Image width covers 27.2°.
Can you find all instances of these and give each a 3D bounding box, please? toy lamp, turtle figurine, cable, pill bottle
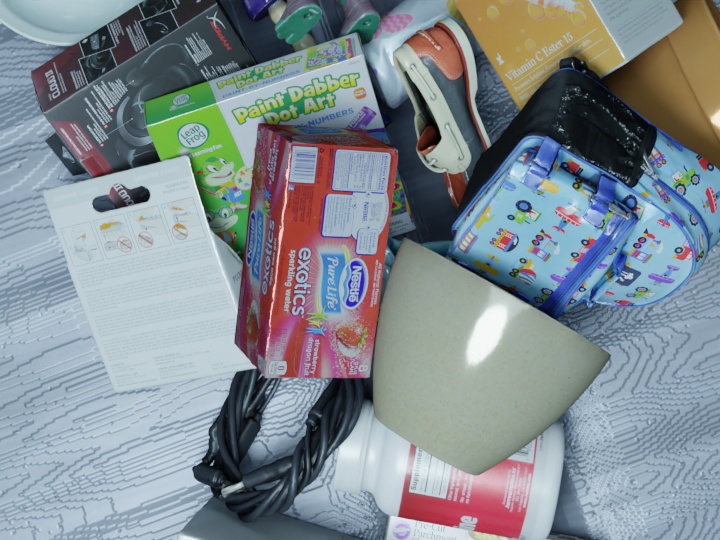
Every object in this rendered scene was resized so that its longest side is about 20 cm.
[{"bbox_3d":[-0.048,-0.205,1.376,0.058,0.058,0.201,-37,91,3],"label":"toy lamp"},{"bbox_3d":[-0.055,-0.290,1.313,0.148,0.101,0.202,-10,60,-19],"label":"turtle figurine"},{"bbox_3d":[-0.066,0.127,1.337,0.051,0.163,0.201,44,79,-31],"label":"cable"},{"bbox_3d":[0.079,0.174,1.345,0.197,0.112,0.114,10,91,3],"label":"pill bottle"}]

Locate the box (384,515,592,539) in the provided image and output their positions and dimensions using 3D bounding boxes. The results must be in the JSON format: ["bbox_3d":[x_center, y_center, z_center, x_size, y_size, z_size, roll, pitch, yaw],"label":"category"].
[{"bbox_3d":[0.121,0.255,1.380,0.197,0.039,0.042,11,92,2],"label":"box"}]

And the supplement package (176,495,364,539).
[{"bbox_3d":[-0.070,0.310,1.314,0.198,0.191,0.149,16,92,3],"label":"supplement package"}]

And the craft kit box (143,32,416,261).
[{"bbox_3d":[-0.067,-0.092,1.328,0.198,0.049,0.199,-18,127,3],"label":"craft kit box"}]

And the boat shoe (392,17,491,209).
[{"bbox_3d":[0.074,-0.126,1.320,0.062,0.071,0.201,-32,134,-18],"label":"boat shoe"}]

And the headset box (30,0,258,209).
[{"bbox_3d":[-0.186,-0.150,1.334,0.199,0.078,0.149,-31,132,3],"label":"headset box"}]

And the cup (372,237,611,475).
[{"bbox_3d":[0.087,0.083,1.242,0.199,0.200,0.144,30,91,2],"label":"cup"}]

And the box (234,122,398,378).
[{"bbox_3d":[-0.040,-0.017,1.256,0.098,0.095,0.203,1,104,-21],"label":"box"}]

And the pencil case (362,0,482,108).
[{"bbox_3d":[0.086,-0.227,1.353,0.198,0.091,0.084,-29,103,3],"label":"pencil case"}]

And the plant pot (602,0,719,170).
[{"bbox_3d":[0.285,-0.125,1.303,0.139,0.200,0.202,-29,89,19],"label":"plant pot"}]

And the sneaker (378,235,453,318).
[{"bbox_3d":[0.000,0.000,1.355,0.197,0.074,0.083,-5,126,-6],"label":"sneaker"}]

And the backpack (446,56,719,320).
[{"bbox_3d":[0.192,-0.042,1.203,0.199,0.183,0.135,31,53,-8],"label":"backpack"}]

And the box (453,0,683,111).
[{"bbox_3d":[0.151,-0.247,1.230,0.097,0.124,0.201,-34,92,-40],"label":"box"}]

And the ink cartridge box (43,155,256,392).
[{"bbox_3d":[-0.181,0.002,1.341,0.160,0.050,0.202,-11,104,24],"label":"ink cartridge box"}]

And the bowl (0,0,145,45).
[{"bbox_3d":[-0.260,-0.302,1.367,0.198,0.090,0.204,0,91,3],"label":"bowl"}]
